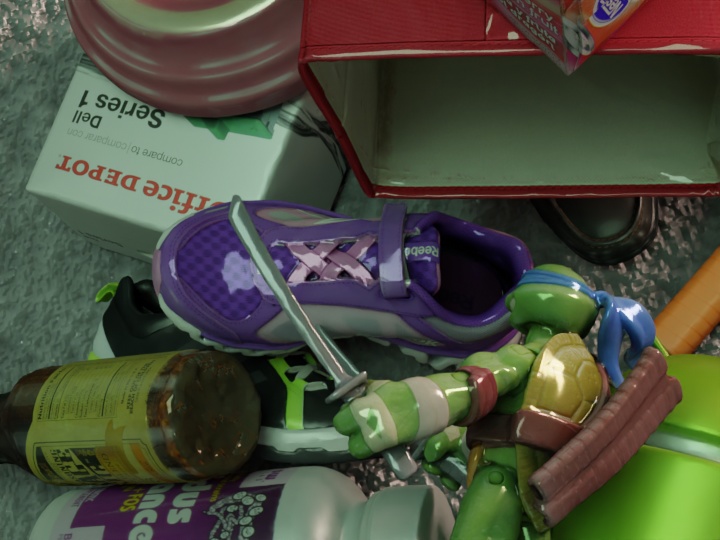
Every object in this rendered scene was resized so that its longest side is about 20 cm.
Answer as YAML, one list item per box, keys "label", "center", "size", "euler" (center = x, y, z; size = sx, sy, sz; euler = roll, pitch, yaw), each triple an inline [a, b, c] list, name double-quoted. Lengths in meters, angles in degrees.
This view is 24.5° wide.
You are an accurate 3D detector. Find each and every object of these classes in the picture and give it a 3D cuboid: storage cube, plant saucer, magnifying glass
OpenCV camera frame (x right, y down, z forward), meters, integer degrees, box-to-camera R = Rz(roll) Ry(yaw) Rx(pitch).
- label: "storage cube"
  center: [0.076, -0.143, 0.730]
  size: [0.199, 0.171, 0.181]
  euler: [1, 74, 11]
- label: "plant saucer"
  center: [-0.072, -0.181, 0.873]
  size: [0.199, 0.051, 0.202]
  euler: [-6, 69, 17]
- label: "magnifying glass"
  center: [0.216, -0.036, 0.831]
  size: [0.080, 0.022, 0.200]
  euler: [41, 90, 26]

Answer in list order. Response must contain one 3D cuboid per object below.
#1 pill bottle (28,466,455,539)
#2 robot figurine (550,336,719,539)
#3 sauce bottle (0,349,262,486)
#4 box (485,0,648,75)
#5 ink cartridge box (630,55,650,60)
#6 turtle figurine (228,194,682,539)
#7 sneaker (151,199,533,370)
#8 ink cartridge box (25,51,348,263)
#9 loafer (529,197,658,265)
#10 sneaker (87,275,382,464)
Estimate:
- label: "pill bottle"
  center: [-0.055, 0.154, 0.814]
  size: [0.199, 0.112, 0.113]
  euler: [-8, 70, 17]
- label: "robot figurine"
  center: [0.144, 0.129, 0.749]
  size: [0.174, 0.116, 0.201]
  euler: [11, 76, 23]
- label: "sauce bottle"
  center: [-0.137, 0.078, 0.841]
  size: [0.199, 0.066, 0.066]
  euler: [-9, 67, 44]
- label: "box"
  center: [0.040, -0.183, 0.608]
  size: [0.100, 0.096, 0.200]
  euler: [-43, 70, -4]
- label: "ink cartridge box"
  center: [0.213, -0.191, 0.849]
  size: [0.199, 0.084, 0.145]
  euler: [-23, 67, 11]
- label: "turtle figurine"
  center: [0.026, 0.092, 0.700]
  size: [0.199, 0.144, 0.195]
  euler: [8, 69, -9]
- label: "sneaker"
  center: [0.000, 0.000, 0.810]
  size: [0.199, 0.088, 0.081]
  euler: [6, 75, -16]
- label: "ink cartridge box"
  center: [-0.075, -0.101, 0.921]
  size: [0.145, 0.084, 0.201]
  euler: [16, 77, 23]
- label: "loafer"
  center: [0.098, -0.097, 0.865]
  size: [0.072, 0.072, 0.201]
  euler: [-25, 67, 9]
- label: "sneaker"
  center: [-0.064, 0.046, 0.861]
  size: [0.199, 0.072, 0.083]
  euler: [12, 94, 27]
